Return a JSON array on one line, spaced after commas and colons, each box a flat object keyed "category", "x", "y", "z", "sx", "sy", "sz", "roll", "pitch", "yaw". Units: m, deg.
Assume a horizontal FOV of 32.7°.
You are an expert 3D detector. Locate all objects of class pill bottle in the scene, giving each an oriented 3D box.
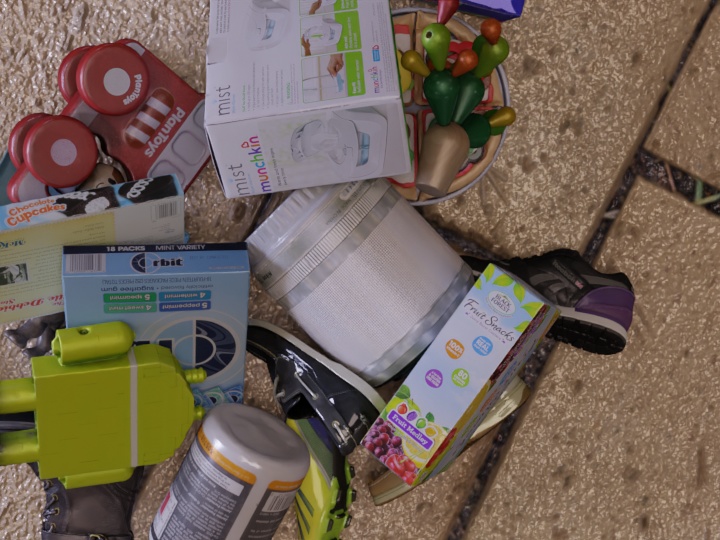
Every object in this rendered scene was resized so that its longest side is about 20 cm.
[{"category": "pill bottle", "x": -0.139, "y": 0.241, "z": 1.208, "sx": 0.116, "sy": 0.116, "sz": 0.201, "roll": 26, "pitch": 106, "yaw": -8}]

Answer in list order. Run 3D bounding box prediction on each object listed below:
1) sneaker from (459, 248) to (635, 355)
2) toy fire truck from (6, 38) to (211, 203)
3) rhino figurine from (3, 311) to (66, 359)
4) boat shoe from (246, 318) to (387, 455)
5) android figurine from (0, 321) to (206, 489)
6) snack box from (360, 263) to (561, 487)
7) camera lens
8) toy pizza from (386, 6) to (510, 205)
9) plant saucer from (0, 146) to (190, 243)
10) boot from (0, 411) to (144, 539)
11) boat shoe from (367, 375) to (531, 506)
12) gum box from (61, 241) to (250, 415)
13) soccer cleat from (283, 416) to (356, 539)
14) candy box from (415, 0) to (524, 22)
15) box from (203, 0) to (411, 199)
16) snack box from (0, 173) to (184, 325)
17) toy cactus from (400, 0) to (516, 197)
[{"category": "sneaker", "x": 0.187, "y": 0.014, "z": 1.274, "sx": 0.198, "sy": 0.076, "sz": 0.088, "roll": 21, "pitch": 63, "yaw": 0}, {"category": "toy fire truck", "x": -0.234, "y": -0.117, "z": 1.182, "sx": 0.168, "sy": 0.112, "sz": 0.201, "roll": 38, "pitch": 80, "yaw": -25}, {"category": "rhino figurine", "x": -0.362, "y": -0.004, "z": 1.200, "sx": 0.200, "sy": 0.060, "sz": 0.088, "roll": 41, "pitch": 73, "yaw": -7}, {"category": "boat shoe", "x": -0.060, "y": 0.107, "z": 1.189, "sx": 0.068, "sy": 0.199, "sz": 0.072, "roll": -49, "pitch": 141, "yaw": -11}, {"category": "android figurine", "x": -0.240, "y": 0.129, "z": 1.146, "sx": 0.198, "sy": 0.041, "sz": 0.184, "roll": -8, "pitch": 125, "yaw": -18}, {"category": "snack box", "x": 0.099, "y": 0.096, "z": 1.142, "sx": 0.068, "sy": 0.169, "sz": 0.201, "roll": 38, "pitch": 95, "yaw": 14}, {"category": "camera lens", "x": 0.000, "y": 0.000, "z": 1.191, "sx": 0.160, "sy": 0.160, "sz": 0.200, "roll": -44, "pitch": 95, "yaw": -1}, {"category": "toy pizza", "x": 0.058, "y": -0.167, "z": 1.251, "sx": 0.198, "sy": 0.032, "sz": 0.202, "roll": -1, "pitch": 95, "yaw": -7}, {"category": "plant saucer", "x": -0.273, "y": -0.049, "z": 1.222, "sx": 0.199, "sy": 0.019, "sz": 0.070, "roll": 28, "pitch": 76, "yaw": -9}, {"category": "boot", "x": -0.304, "y": 0.236, "z": 1.224, "sx": 0.198, "sy": 0.069, "sz": 0.176, "roll": 13, "pitch": 93, "yaw": -10}, {"category": "boat shoe", "x": 0.081, "y": 0.163, "z": 1.268, "sx": 0.199, "sy": 0.074, "sz": 0.067, "roll": -38, "pitch": 85, "yaw": -4}, {"category": "gum box", "x": -0.194, "y": 0.063, "z": 1.174, "sx": 0.168, "sy": 0.045, "sz": 0.201, "roll": -1, "pitch": 133, "yaw": -11}, {"category": "soccer cleat", "x": -0.051, "y": 0.203, "z": 1.264, "sx": 0.083, "sy": 0.065, "sz": 0.202, "roll": 6, "pitch": 99, "yaw": 23}, {"category": "candy box", "x": 0.095, "y": -0.364, "z": 1.217, "sx": 0.167, "sy": 0.077, "sz": 0.202, "roll": 13, "pitch": 92, "yaw": -9}, {"category": "box", "x": -0.050, "y": -0.178, "z": 1.135, "sx": 0.175, "sy": 0.201, "sz": 0.097, "roll": -9, "pitch": 137, "yaw": 3}, {"category": "snack box", "x": -0.263, "y": -0.018, "z": 1.145, "sx": 0.198, "sy": 0.037, "sz": 0.117, "roll": -13, "pitch": 136, "yaw": -21}, {"category": "toy cactus", "x": 0.084, "y": -0.154, "z": 1.155, "sx": 0.101, "sy": 0.200, "sz": 0.166, "roll": 17, "pitch": 77, "yaw": 17}]
